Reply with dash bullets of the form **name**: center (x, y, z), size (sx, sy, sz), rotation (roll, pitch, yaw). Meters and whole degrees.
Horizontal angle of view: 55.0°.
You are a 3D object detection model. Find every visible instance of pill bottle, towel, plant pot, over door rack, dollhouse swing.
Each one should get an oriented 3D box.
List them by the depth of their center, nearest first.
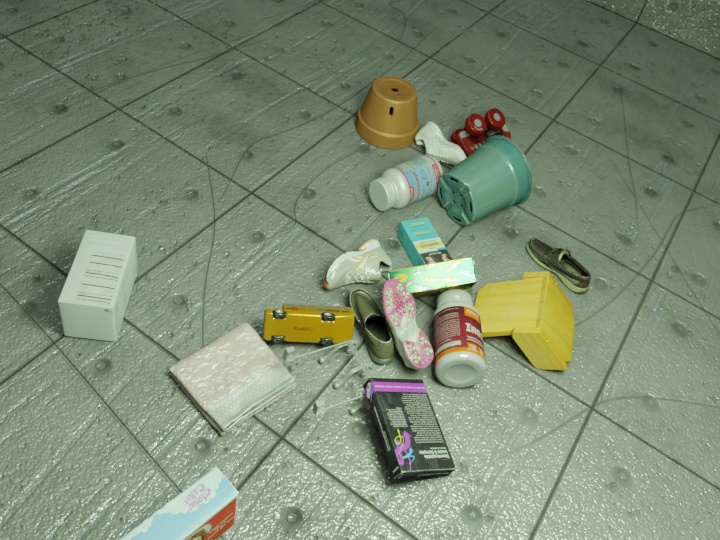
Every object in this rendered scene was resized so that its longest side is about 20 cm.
- **towel**: center (-0.258, 0.214, 1.409), size (0.198, 0.033, 0.191), rotation (-30, 60, -35)
- **over door rack**: center (-0.057, 0.221, 1.412), size (0.197, 0.067, 0.149), rotation (-2, 45, -44)
- **pill bottle**: center (0.214, 0.144, 1.525), size (0.110, 0.114, 0.203), rotation (7, 46, -6)
- **dollhouse swing**: center (0.383, 0.128, 1.636), size (0.182, 0.174, 0.202), rotation (49, 40, -24)
- **plant pot**: center (0.324, -0.230, 1.858), size (0.194, 0.203, 0.200), rotation (-30, 59, -25)
- **pill bottle**: center (0.122, -0.233, 1.859), size (0.197, 0.110, 0.109), rotation (-27, 57, -31)
- **plant pot**: center (0.090, -0.482, 2.063), size (0.195, 0.142, 0.203), rotation (7, 45, -7)

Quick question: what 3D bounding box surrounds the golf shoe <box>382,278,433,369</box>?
- **golf shoe**: center (0.089, 0.121, 1.499), size (0.074, 0.092, 0.204), rotation (-15, 77, -19)

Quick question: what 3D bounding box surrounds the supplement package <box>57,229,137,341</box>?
- **supplement package**: center (-0.546, 0.031, 1.454), size (0.107, 0.115, 0.203), rotation (8, 45, -7)

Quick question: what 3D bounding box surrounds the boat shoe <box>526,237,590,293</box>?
- **boat shoe**: center (0.517, -0.027, 1.789), size (0.073, 0.066, 0.199), rotation (-30, 59, -32)

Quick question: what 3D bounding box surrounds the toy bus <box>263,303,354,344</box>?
- **toy bus**: center (-0.112, 0.114, 1.498), size (0.195, 0.067, 0.078), rotation (3, 17, -10)

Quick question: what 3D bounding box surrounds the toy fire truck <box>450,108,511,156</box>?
- **toy fire truck**: center (0.376, -0.376, 2.070), size (0.197, 0.112, 0.171), rotation (-20, 80, -30)

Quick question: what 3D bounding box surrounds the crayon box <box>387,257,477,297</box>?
- **crayon box**: center (0.161, 0.022, 1.585), size (0.195, 0.119, 0.060), rotation (-10, 81, 1)

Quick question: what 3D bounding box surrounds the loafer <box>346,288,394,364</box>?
- **loafer**: center (0.029, 0.110, 1.544), size (0.074, 0.071, 0.202), rotation (-13, 52, -23)

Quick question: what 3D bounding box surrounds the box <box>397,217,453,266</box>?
- **box**: center (0.169, -0.043, 1.734), size (0.080, 0.050, 0.202), rotation (-10, 50, -21)

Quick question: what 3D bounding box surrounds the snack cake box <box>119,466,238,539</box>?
- **snack cake box**: center (-0.298, 0.431, 1.138), size (0.067, 0.117, 0.198), rotation (39, 50, 24)

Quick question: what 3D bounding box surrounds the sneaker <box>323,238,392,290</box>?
- **sneaker**: center (0.000, 0.000, 1.642), size (0.198, 0.076, 0.092), rotation (-33, 65, -34)

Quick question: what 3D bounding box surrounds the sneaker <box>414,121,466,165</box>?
- **sneaker**: center (0.239, -0.348, 2.034), size (0.080, 0.071, 0.200), rotation (-38, 66, -12)

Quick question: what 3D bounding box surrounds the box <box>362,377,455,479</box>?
- **box**: center (0.095, 0.307, 1.361), size (0.140, 0.036, 0.203), rotation (9, 45, -35)
